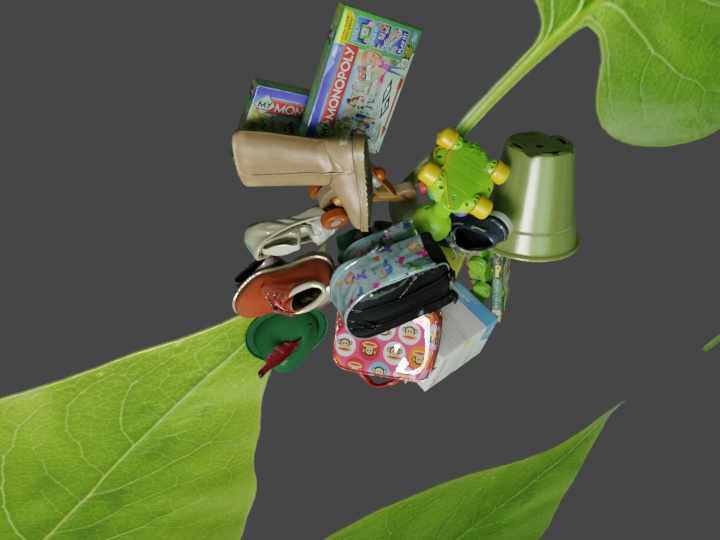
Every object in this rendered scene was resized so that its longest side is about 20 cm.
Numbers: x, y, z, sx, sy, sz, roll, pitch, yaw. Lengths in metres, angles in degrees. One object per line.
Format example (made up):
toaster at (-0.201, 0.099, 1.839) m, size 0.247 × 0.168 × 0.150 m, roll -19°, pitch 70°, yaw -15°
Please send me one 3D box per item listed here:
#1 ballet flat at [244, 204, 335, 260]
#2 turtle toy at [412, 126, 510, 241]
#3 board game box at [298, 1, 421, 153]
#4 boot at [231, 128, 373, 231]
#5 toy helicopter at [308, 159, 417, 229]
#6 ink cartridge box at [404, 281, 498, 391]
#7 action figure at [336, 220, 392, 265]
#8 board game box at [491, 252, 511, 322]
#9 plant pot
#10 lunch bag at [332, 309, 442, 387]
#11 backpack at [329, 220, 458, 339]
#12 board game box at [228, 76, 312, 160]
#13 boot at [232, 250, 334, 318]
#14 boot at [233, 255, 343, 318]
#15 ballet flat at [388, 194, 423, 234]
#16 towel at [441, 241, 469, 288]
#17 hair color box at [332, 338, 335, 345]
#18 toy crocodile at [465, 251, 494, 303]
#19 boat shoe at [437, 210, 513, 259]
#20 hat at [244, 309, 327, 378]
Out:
ballet flat at (-0.101, -0.065, 1.258) m, size 0.199 × 0.070 × 0.070 m, roll -18°, pitch 137°, yaw -10°
turtle toy at (0.158, -0.142, 1.254) m, size 0.145 × 0.101 × 0.201 m, roll 32°, pitch 72°, yaw -9°
board game box at (-0.002, -0.286, 1.093) m, size 0.134 × 0.029 × 0.201 m, roll 5°, pitch 117°, yaw -31°
boot at (-0.083, -0.140, 1.109) m, size 0.199 × 0.066 × 0.176 m, roll 2°, pitch 127°, yaw 10°
toy helicopter at (0.020, -0.138, 1.216) m, size 0.199 × 0.079 × 0.132 m, roll -6°, pitch 154°, yaw -37°
ink cartridge box at (0.159, 0.140, 1.491) m, size 0.200 × 0.125 × 0.129 m, roll -28°, pitch 152°, yaw -33°
action figure at (0.000, 0.000, 1.395) m, size 0.118 × 0.055 × 0.200 m, roll -11°, pitch 139°, yaw -20°
board game box at (0.291, -0.003, 1.477) m, size 0.023 × 0.105 × 0.201 m, roll 10°, pitch 128°, yaw 21°
plant pot at (0.319, -0.147, 1.328) m, size 0.199 × 0.200 × 0.191 m, roll -9°, pitch 122°, yaw -18°
lunch bag at (0.049, 0.135, 1.360) m, size 0.199 × 0.082 × 0.177 m, roll 10°, pitch 101°, yaw 13°
backpack at (0.045, 0.023, 1.230) m, size 0.199 × 0.151 × 0.178 m, roll -29°, pitch 151°, yaw -7°
board game box at (-0.094, -0.222, 1.148) m, size 0.199 × 0.029 × 0.135 m, roll 5°, pitch 130°, yaw -30°
boot at (-0.139, 0.043, 1.238) m, size 0.199 × 0.107 × 0.075 m, roll -25°, pitch 121°, yaw 16°
boot at (-0.126, 0.013, 1.316) m, size 0.200 × 0.070 × 0.146 m, roll -34°, pitch 128°, yaw 20°
ballet flat at (0.107, -0.072, 1.364) m, size 0.069 × 0.070 × 0.200 m, roll -27°, pitch 137°, yaw 1°
towel at (0.181, -0.061, 1.399) m, size 0.018 × 0.086 × 0.201 m, roll -16°, pitch 139°, yaw -35°
hair color box at (0.044, 0.095, 1.476) m, size 0.111 × 0.064 × 0.200 m, roll -1°, pitch 135°, yaw -53°
toy crocodile at (0.249, -0.006, 1.507) m, size 0.068 × 0.062 × 0.200 m, roll -57°, pitch 147°, yaw -31°
boat shoe at (0.190, -0.062, 1.302) m, size 0.062 × 0.200 × 0.075 m, roll -44°, pitch 114°, yaw -24°
hat at (-0.134, 0.183, 1.409) m, size 0.199 × 0.176 × 0.166 m, roll -3°, pitch 132°, yaw -24°
